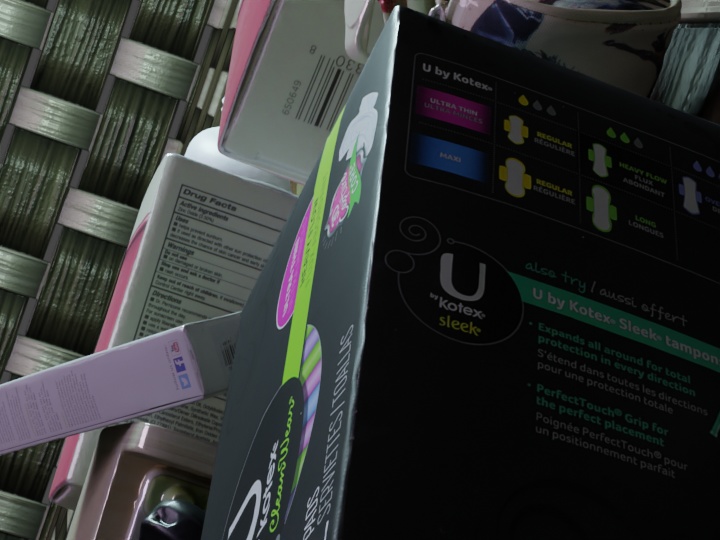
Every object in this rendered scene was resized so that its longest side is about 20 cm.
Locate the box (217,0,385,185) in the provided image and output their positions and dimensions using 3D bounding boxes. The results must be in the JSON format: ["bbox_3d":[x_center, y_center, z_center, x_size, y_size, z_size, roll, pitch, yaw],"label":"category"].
[{"bbox_3d":[0.008,-0.127,0.912,0.200,0.127,0.109,-89,20,-60],"label":"box"}]

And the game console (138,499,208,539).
[{"bbox_3d":[-0.042,0.196,0.608,0.116,0.176,0.200,-46,-10,-25],"label":"game console"}]

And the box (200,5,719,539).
[{"bbox_3d":[0.031,0.056,0.503,0.201,0.124,0.149,-84,17,-44],"label":"box"}]

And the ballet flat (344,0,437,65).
[{"bbox_3d":[0.024,-0.075,0.729,0.076,0.064,0.202,-10,84,63],"label":"ballet flat"}]

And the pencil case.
[{"bbox_3d":[0.041,-0.018,0.640,0.078,0.089,0.201,-104,28,-61],"label":"pencil case"}]

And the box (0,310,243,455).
[{"bbox_3d":[-0.087,0.047,0.864,0.199,0.144,0.037,-16,88,45],"label":"box"}]

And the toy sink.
[{"bbox_3d":[-0.069,0.145,0.848,0.200,0.130,0.113,158,130,-75],"label":"toy sink"}]

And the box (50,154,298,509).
[{"bbox_3d":[-0.090,0.054,1.061,0.109,0.127,0.201,139,148,-70],"label":"box"}]

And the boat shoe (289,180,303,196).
[{"bbox_3d":[-0.006,-0.080,1.077,0.200,0.071,0.073,60,-150,-76],"label":"boat shoe"}]

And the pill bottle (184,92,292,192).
[{"bbox_3d":[-0.084,-0.029,1.262,0.109,0.108,0.201,-110,40,-73],"label":"pill bottle"}]
